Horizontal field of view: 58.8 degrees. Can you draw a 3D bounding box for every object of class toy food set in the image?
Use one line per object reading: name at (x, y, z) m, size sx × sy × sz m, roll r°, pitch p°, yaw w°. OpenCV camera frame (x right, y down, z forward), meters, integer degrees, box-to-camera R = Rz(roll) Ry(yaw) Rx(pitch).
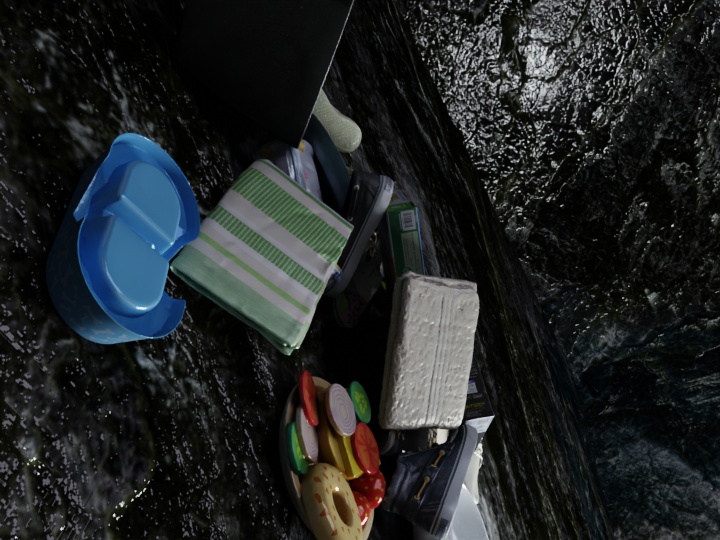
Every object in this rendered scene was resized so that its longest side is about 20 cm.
toy food set at (-0.028, 0.210, 0.718) m, size 0.200 × 0.048 × 0.200 m, roll 13°, pitch 57°, yaw -66°

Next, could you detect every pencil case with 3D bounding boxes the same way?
pencil case at (-0.083, -0.071, 0.818) m, size 0.091 × 0.082 × 0.202 m, roll 84°, pitch -8°, yaw -65°

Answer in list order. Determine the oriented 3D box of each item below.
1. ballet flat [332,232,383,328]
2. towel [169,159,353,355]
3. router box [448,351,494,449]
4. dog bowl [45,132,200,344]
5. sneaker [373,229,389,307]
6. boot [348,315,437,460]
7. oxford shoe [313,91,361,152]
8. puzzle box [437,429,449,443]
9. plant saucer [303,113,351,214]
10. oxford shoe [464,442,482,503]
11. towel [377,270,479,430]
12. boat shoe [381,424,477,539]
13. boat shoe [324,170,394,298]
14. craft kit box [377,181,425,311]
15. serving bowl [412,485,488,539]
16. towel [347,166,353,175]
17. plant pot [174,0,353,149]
ballet flat at (0.000, 0.000, 0.974) m, size 0.069 × 0.071 × 0.201 m, roll 57°, pitch 23°, yaw -33°
towel at (-0.096, -0.025, 0.695) m, size 0.152 × 0.023 × 0.201 m, roll 37°, pitch 46°, yaw -14°
router box at (0.151, 0.202, 1.033) m, size 0.201 × 0.052 × 0.159 m, roll 93°, pitch -13°, yaw -55°
dog bowl at (-0.195, -0.026, 0.535) m, size 0.112 × 0.049 × 0.201 m, roll 49°, pitch 28°, yaw -41°
sneaker at (0.034, -0.030, 1.120) m, size 0.081 × 0.073 × 0.202 m, roll 39°, pitch 35°, yaw -78°
boot at (0.051, 0.182, 0.912) m, size 0.151 × 0.073 × 0.202 m, roll 45°, pitch 33°, yaw -44°
oxford shoe at (-0.076, -0.258, 1.057) m, size 0.058 × 0.076 × 0.199 m, roll 34°, pitch 4°, yaw 41°
puzzle box at (0.113, 0.172, 0.989) m, size 0.201 × 0.025 × 0.134 m, roll 91°, pitch -11°, yaw -46°
plant saucer at (-0.053, -0.137, 0.934) m, size 0.201 × 0.027 × 0.201 m, roll 59°, pitch -12°, yaw 21°
oxford shoe at (0.194, 0.320, 1.159) m, size 0.075 × 0.057 × 0.202 m, roll 51°, pitch 28°, yaw -44°
towel at (0.088, 0.106, 0.826) m, size 0.131 × 0.034 × 0.203 m, roll 8°, pitch 90°, yaw -33°
boat shoe at (0.095, 0.255, 0.841) m, size 0.200 × 0.090 × 0.072 m, roll -46°, pitch 155°, yaw -62°
boat shoe at (-0.020, -0.049, 0.858) m, size 0.056 × 0.201 × 0.069 m, roll 19°, pitch 34°, yaw -14°
craft kit box at (0.059, -0.012, 0.923) m, size 0.198 × 0.048 × 0.202 m, roll -97°, pitch 178°, yaw -73°
serving bowl at (0.123, 0.392, 0.886) m, size 0.201 × 0.065 × 0.201 m, roll 52°, pitch 25°, yaw -36°
towel at (-0.007, -0.154, 1.092) m, size 0.143 × 0.023 × 0.200 m, roll 34°, pitch 8°, yaw 22°
plant pot at (-0.119, -0.308, 0.791) m, size 0.176 × 0.201 × 0.201 m, roll 18°, pitch 39°, yaw -12°
